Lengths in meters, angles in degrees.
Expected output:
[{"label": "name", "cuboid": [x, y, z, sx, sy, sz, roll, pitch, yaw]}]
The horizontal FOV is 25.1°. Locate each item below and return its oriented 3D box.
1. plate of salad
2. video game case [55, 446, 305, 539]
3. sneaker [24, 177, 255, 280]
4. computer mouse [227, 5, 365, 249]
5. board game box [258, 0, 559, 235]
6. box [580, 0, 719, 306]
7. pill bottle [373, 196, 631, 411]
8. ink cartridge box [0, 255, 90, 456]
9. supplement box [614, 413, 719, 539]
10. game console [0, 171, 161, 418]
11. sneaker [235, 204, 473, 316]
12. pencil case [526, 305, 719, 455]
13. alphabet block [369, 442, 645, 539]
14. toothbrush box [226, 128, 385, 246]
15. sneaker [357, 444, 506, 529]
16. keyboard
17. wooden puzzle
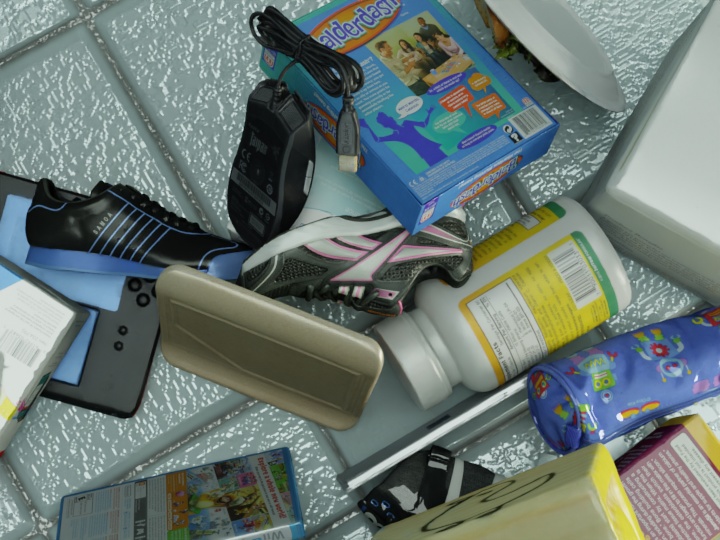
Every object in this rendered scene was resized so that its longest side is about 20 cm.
[{"label": "plate of salad", "cuboid": [0.147, -0.201, 1.365, 0.200, 0.200, 0.048, 47, 112, 4]}, {"label": "video game case", "cuboid": [-0.149, 0.201, 1.323, 0.199, 0.143, 0.018, -12, 109, -3]}, {"label": "sneaker", "cuboid": [-0.182, -0.033, 1.354, 0.199, 0.070, 0.078, 5, 91, 0]}, {"label": "computer mouse", "cuboid": [-0.042, -0.096, 1.267, 0.046, 0.140, 0.201, -13, 124, -38]}, {"label": "board game box", "cuboid": [0.038, -0.142, 1.306, 0.152, 0.045, 0.200, -31, 68, -27]}, {"label": "box", "cuboid": [0.319, -0.086, 1.353, 0.199, 0.171, 0.200, 30, 83, 2]}, {"label": "pill bottle", "cuboid": [0.117, 0.032, 1.362, 0.200, 0.113, 0.113, -31, 85, -5]}, {"label": "ink cartridge box", "cuboid": [-0.330, 0.089, 1.348, 0.116, 0.067, 0.200, 33, 89, 1]}, {"label": "supplement box", "cuboid": [0.232, 0.229, 1.345, 0.200, 0.103, 0.131, -35, 85, -6]}, {"label": "game console", "cuboid": [-0.265, 0.019, 1.395, 0.199, 0.031, 0.177, 15, 82, 1]}, {"label": "sneaker", "cuboid": [0.000, 0.000, 1.293, 0.199, 0.080, 0.087, -18, 79, -3]}, {"label": "pencil case", "cuboid": [0.240, 0.092, 1.351, 0.199, 0.078, 0.087, -17, 43, -19]}, {"label": "alphabet block", "cuboid": [0.122, 0.262, 1.197, 0.200, 0.195, 0.197, -23, 89, 10]}, {"label": "toothbrush box", "cuboid": [-0.006, -0.085, 1.387, 0.146, 0.085, 0.200, 26, 82, 1]}, {"label": "sneaker", "cuboid": [0.036, 0.243, 1.360, 0.112, 0.073, 0.200, 26, 75, 5]}, {"label": "keyboard", "cuboid": [0.069, 0.132, 1.377, 0.200, 0.056, 0.011, -30, 93, -5]}, {"label": "wooden puzzle", "cuboid": [-0.076, 0.061, 1.315, 0.185, 0.200, 0.037, 21, 68, 1]}]
